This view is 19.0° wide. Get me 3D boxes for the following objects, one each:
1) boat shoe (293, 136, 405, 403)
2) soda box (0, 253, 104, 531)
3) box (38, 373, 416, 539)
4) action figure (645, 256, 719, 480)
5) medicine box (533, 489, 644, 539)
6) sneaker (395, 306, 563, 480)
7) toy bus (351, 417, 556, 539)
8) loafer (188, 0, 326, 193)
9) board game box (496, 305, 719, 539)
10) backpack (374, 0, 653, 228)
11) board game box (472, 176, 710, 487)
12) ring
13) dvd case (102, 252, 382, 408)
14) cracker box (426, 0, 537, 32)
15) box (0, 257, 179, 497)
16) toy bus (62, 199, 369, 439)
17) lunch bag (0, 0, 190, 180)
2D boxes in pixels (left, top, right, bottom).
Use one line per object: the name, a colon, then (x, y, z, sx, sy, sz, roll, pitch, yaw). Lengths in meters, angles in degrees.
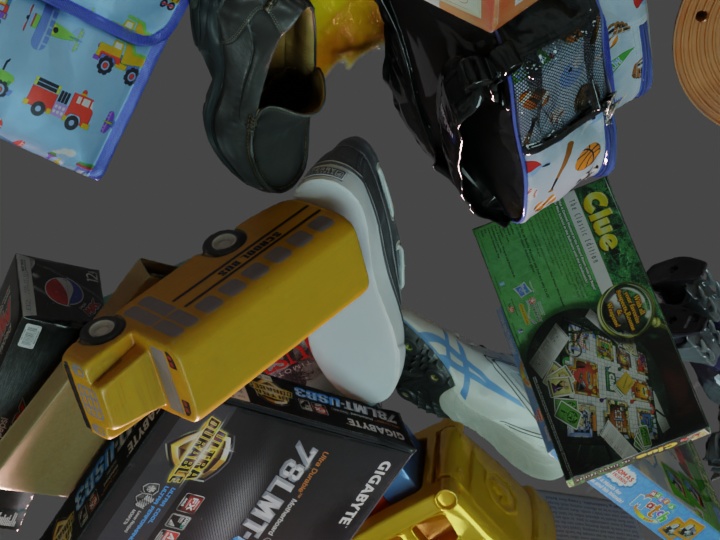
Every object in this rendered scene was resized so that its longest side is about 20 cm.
boat shoe: (0.000, 0.000, 1.485, 0.071, 0.068, 0.201, 7, 129, 25)
soda box: (-0.240, 0.087, 1.497, 0.063, 0.071, 0.201, 12, 127, -24)
box: (-0.094, 0.161, 1.512, 0.198, 0.050, 0.200, 20, 119, -31)
action figure: (0.276, 0.081, 1.597, 0.069, 0.131, 0.200, -7, 138, 38)
medicine box: (0.162, 0.310, 1.705, 0.102, 0.201, 0.183, 9, 128, -21)
sneaker: (0.086, 0.080, 1.588, 0.200, 0.073, 0.072, 37, 150, -24)
toy bus: (0.021, 0.198, 1.630, 0.199, 0.136, 0.192, -30, 116, 22)
loafer: (-0.056, -0.112, 1.349, 0.073, 0.072, 0.200, -47, 151, -22)
board game box: (0.189, 0.117, 1.578, 0.037, 0.152, 0.200, -39, 128, 19)
backpack: (0.088, -0.133, 1.327, 0.153, 0.200, 0.191, -22, 138, -15)
board game box: (0.157, 0.040, 1.475, 0.104, 0.201, 0.023, -22, 154, 7)
ring: (0.305, -0.173, 1.445, 0.199, 0.019, 0.201, -6, 131, -7)
dvd case: (-0.085, 0.064, 1.551, 0.145, 0.022, 0.200, -23, 132, 6)
cracker box: (0.017, -0.237, 1.205, 0.058, 0.199, 0.134, -37, 144, -35)
box: (-0.148, 0.082, 1.477, 0.163, 0.021, 0.200, 14, 122, -49)
toy bus: (-0.092, 0.033, 1.376, 0.200, 0.078, 0.065, -37, 129, -31)
lunch bag: (-0.181, -0.180, 1.286, 0.150, 0.094, 0.201, 23, 108, -32)
